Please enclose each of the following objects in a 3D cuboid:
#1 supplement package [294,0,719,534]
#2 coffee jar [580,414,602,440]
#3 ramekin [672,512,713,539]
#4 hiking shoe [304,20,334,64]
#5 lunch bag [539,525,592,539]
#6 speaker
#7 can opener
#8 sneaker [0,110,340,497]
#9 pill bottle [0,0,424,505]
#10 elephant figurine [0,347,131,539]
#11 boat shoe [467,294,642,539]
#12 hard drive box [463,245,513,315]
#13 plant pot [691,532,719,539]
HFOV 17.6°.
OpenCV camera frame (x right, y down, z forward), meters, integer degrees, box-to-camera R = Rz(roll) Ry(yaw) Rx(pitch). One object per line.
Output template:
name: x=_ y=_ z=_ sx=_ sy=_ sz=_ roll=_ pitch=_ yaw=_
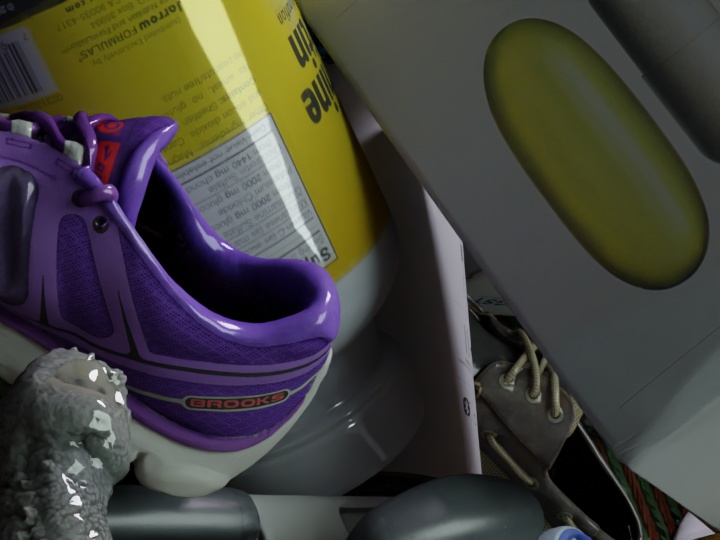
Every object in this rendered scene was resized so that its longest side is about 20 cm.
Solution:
supplement package: x=0.118 y=-0.058 z=0.736 sx=0.200 sy=0.191 sz=0.147 roll=55 pitch=8 yaw=24
coffee jar: x=0.165 y=0.028 z=1.197 sx=0.200 sy=0.085 sz=0.105 roll=-4 pitch=79 yaw=-66
ramekin: x=0.237 y=0.203 z=1.229 sx=0.200 sy=0.097 sz=0.201 roll=45 pitch=37 yaw=-48
hiking shoe: x=-0.002 y=-0.111 z=0.826 sx=0.200 sy=0.087 sz=0.075 roll=-43 pitch=147 yaw=-25
lunch bag: x=0.075 y=0.209 z=0.894 sx=0.161 sy=0.082 sz=0.201 roll=48 pitch=36 yaw=-45
speaker: x=0.000 y=0.000 z=0.858 sx=0.081 sy=0.081 sz=0.201 roll=40 pitch=40 yaw=-52
can opener: x=-0.035 y=0.075 z=0.655 sx=0.199 sy=0.067 sz=0.053 roll=6 pitch=43 yaw=-39
sneaker: x=-0.093 y=-0.022 z=0.613 sx=0.199 sy=0.084 sz=0.081 roll=29 pitch=33 yaw=-17
pill bottle: x=-0.055 y=-0.026 z=0.720 sx=0.201 sy=0.112 sz=0.112 roll=65 pitch=26 yaw=-20
elephant figurine: x=-0.098 y=0.144 z=0.521 sx=0.142 sy=0.154 sz=0.200 roll=98 pitch=-28 yaw=-45
boat shoe: x=0.060 y=0.053 z=0.967 sx=0.200 sy=0.073 sz=0.075 roll=58 pitch=29 yaw=-32
hard drive box: x=0.135 y=-0.044 z=0.978 sx=0.155 sy=0.200 sz=0.077 roll=5 pitch=68 yaw=-34
plant pot: x=0.146 y=0.179 z=0.780 sx=0.183 sy=0.199 sz=0.201 roll=-7 pitch=82 yaw=-77
